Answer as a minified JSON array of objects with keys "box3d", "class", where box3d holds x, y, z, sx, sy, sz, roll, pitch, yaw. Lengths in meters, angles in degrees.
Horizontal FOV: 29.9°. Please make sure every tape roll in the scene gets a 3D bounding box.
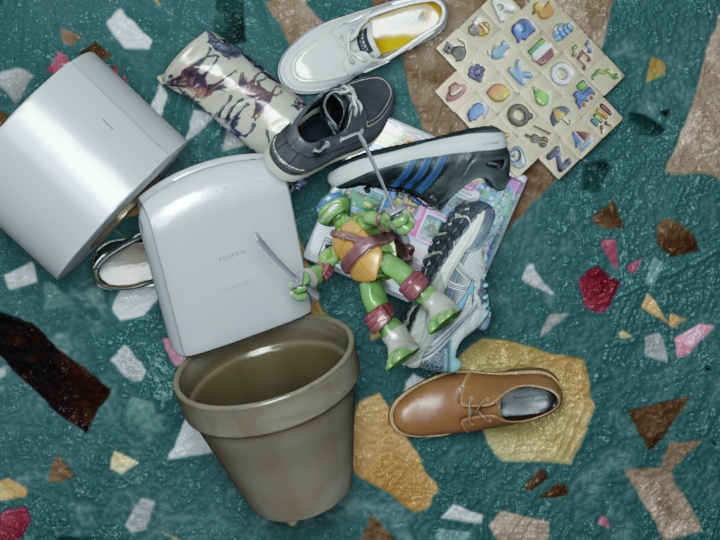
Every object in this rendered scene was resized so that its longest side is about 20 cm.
[{"box3d":[-0.297,-0.108,1.407,0.139,0.203,0.203,44,94,-6],"class":"tape roll"}]

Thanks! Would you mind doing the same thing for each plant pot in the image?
[{"box3d":[-0.085,0.170,1.462,0.199,0.200,0.174,-13,112,1],"class":"plant pot"}]

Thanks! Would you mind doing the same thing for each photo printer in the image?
[{"box3d":[-0.144,-0.023,1.436,0.166,0.069,0.201,-19,122,-16],"class":"photo printer"}]

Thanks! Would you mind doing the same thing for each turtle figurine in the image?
[{"box3d":[0.000,0.000,1.386,0.144,0.200,0.194,-37,80,-10],"class":"turtle figurine"}]

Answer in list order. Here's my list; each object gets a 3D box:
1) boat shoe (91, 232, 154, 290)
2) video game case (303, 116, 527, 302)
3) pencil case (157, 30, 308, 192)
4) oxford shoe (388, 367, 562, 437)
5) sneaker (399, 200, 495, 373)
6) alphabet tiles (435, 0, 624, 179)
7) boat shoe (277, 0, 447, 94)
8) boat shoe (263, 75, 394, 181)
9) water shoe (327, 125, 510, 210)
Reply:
[{"box3d":[-0.199,-0.020,1.486,0.199,0.068,0.072,-15,96,-3],"class":"boat shoe"},{"box3d":[0.061,-0.060,1.508,0.199,0.024,0.183,23,95,-3],"class":"video game case"},{"box3d":[-0.121,-0.174,1.463,0.200,0.078,0.090,39,108,-5],"class":"pencil case"},{"box3d":[0.129,0.149,1.510,0.199,0.071,0.072,-12,98,2],"class":"oxford shoe"},{"box3d":[0.108,0.021,1.477,0.086,0.078,0.201,21,103,-15],"class":"sneaker"},{"box3d":[0.187,-0.207,1.489,0.166,0.006,0.200,-44,91,0],"class":"alphabet tiles"},{"box3d":[0.003,-0.247,1.460,0.199,0.070,0.071,-20,97,1],"class":"boat shoe"},{"box3d":[-0.019,-0.160,1.415,0.073,0.063,0.200,48,49,4],"class":"boat shoe"},{"box3d":[0.066,-0.100,1.456,0.199,0.072,0.079,-12,99,2],"class":"water shoe"}]
